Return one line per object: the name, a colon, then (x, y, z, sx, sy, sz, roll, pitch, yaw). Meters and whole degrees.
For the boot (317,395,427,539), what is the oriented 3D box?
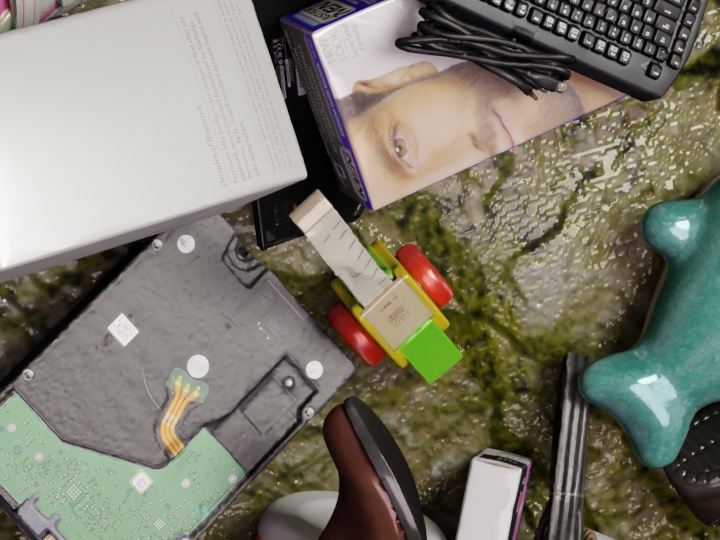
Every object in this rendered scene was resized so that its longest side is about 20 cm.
boot: (-0.055, 0.178, 1.550, 0.199, 0.069, 0.189, -16, 114, 5)

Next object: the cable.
cable: (0.106, 0.147, 1.645, 0.050, 0.097, 0.201, 2, 87, 6)

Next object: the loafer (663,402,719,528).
loafer: (0.273, 0.094, 1.706, 0.199, 0.073, 0.072, -21, 139, -7)

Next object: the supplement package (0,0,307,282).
supplement package: (-0.150, -0.067, 1.474, 0.199, 0.117, 0.118, -19, 91, -37)

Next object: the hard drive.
hard drive: (-0.116, 0.075, 1.581, 0.140, 0.038, 0.200, 47, 71, -12)

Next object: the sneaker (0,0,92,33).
sneaker: (-0.185, -0.158, 1.509, 0.199, 0.088, 0.082, -28, 110, -4)

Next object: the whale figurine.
whale figurine: (0.221, 0.024, 1.633, 0.200, 0.104, 0.159, -42, 100, -9)

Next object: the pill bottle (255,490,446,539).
pill bottle: (-0.018, 0.239, 1.649, 0.111, 0.112, 0.201, 6, 104, -14)

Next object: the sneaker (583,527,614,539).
sneaker: (0.161, 0.261, 1.683, 0.108, 0.070, 0.201, 20, 65, -22)

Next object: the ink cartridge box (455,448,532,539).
ink cartridge box: (0.063, 0.205, 1.646, 0.037, 0.095, 0.201, 13, 92, 7)

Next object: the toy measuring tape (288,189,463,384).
toy measuring tape: (0.000, 0.000, 1.588, 0.073, 0.074, 0.200, -41, 140, 1)

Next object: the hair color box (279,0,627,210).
hair color box: (0.068, -0.125, 1.579, 0.199, 0.065, 0.110, -25, 110, -12)

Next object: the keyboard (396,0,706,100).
keyboard: (0.096, -0.145, 1.520, 0.199, 0.040, 0.105, 21, 91, -22)

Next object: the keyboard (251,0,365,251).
keyboard: (-0.055, -0.115, 1.589, 0.104, 0.040, 0.201, -16, 109, -33)
